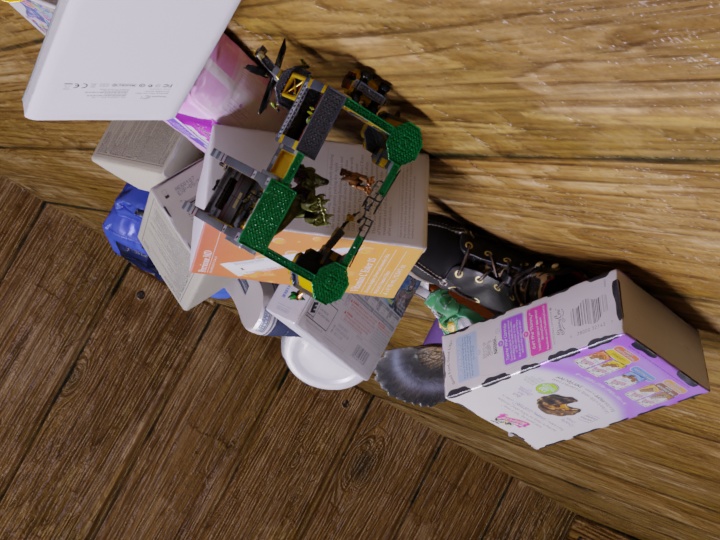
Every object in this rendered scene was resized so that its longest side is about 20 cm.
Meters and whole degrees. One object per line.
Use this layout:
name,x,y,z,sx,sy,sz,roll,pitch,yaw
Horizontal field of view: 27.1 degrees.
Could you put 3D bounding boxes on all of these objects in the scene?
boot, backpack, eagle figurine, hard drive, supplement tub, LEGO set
boot,-0.098,0.012,1.683,0.090,0.073,0.200,14,-149,-27
boot,0.139,0.004,1.493,0.200,0.073,0.150,30,173,-37
backpack,-0.213,-0.059,1.922,0.199,0.163,0.168,28,168,5
eagle figurine,0.131,0.081,1.757,0.199,0.152,0.152,6,119,27
hard drive,-0.184,-0.175,1.180,0.131,0.026,0.200,-3,158,-25
supplement tub,-0.033,0.044,1.847,0.122,0.123,0.200,31,-151,-18
LEGO set,-0.054,-0.081,1.248,0.153,0.201,0.116,18,-173,-39

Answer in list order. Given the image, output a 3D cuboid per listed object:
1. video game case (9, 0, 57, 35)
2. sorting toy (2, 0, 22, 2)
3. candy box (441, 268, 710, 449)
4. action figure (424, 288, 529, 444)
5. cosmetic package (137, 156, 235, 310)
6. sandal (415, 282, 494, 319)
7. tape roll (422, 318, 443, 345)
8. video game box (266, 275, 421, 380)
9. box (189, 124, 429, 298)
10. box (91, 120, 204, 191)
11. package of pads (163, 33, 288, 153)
video game case,-0.272,-0.241,1.531,0.199,0.018,0.143,24,171,27
sorting toy,-0.275,-0.280,1.147,0.199,0.107,0.180,29,-170,-4
candy box,0.205,0.090,1.438,0.199,0.072,0.168,-23,144,31
action figure,0.131,0.097,1.592,0.200,0.055,0.118,54,162,-19
cosmetic package,-0.172,-0.035,1.561,0.104,0.073,0.200,57,164,3
sandal,0.094,0.004,1.675,0.206,0.059,0.079,35,-161,29
tape roll,0.183,0.117,1.969,0.199,0.085,0.200,27,172,4
video game box,0.000,0.000,1.541,0.047,0.183,0.200,27,171,29
box,-0.048,-0.052,1.365,0.199,0.098,0.124,7,157,-10
box,-0.220,-0.139,1.709,0.078,0.095,0.200,33,171,-33
package of pads,-0.135,-0.160,1.384,0.120,0.076,0.200,22,170,34
